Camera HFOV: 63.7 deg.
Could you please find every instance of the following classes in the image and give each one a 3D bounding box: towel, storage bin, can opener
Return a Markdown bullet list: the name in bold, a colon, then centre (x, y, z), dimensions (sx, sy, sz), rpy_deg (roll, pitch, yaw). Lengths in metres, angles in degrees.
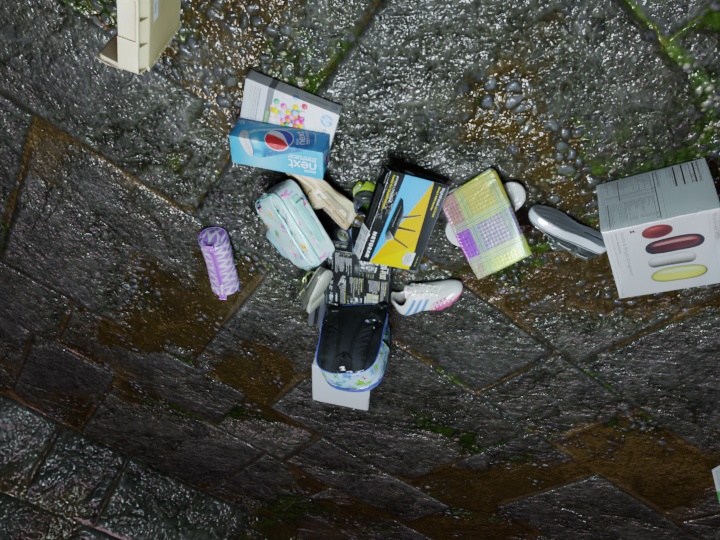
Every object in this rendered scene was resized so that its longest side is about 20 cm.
- **towel**: centre (0.261, -0.099, 1.219), dimensions (0.142, 0.023, 0.204), rpy_deg (-27, 86, 35)
- **storage bin**: centre (-0.372, -0.473, 0.974), dimensions (0.092, 0.202, 0.202), rpy_deg (17, 138, -7)
- **can opener**: centre (-0.118, 0.098, 1.579), dimensions (0.052, 0.068, 0.202), rpy_deg (14, 137, 2)

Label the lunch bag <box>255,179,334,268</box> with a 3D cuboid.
- **lunch bag**: centre (-0.149, -0.103, 1.299), dimensions (0.202, 0.077, 0.159), rpy_deg (57, 158, -16)

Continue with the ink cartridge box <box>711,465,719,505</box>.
- **ink cartridge box**: centre (1.134, 0.617, 1.675), dimensions (0.082, 0.148, 0.202), rpy_deg (19, 138, -4)

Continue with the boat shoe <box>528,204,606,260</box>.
- **boat shoe**: centre (0.433, -0.070, 1.235), dimensions (0.196, 0.073, 0.071), rpy_deg (25, 133, -12)

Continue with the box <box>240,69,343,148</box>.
- **box**: centre (-0.149, -0.303, 1.197), dimensions (0.196, 0.042, 0.157), rpy_deg (20, 138, -5)

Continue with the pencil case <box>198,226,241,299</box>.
- **pencil case**: centre (-0.372, -0.018, 1.524), dimensions (0.082, 0.087, 0.203), rpy_deg (5, 135, 8)

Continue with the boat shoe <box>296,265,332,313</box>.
- **boat shoe**: centre (-0.117, 0.040, 1.409), dimensions (0.060, 0.072, 0.203), rpy_deg (43, 152, 9)

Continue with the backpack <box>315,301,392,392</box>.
- **backpack**: centre (-0.012, 0.198, 1.427), dimensions (0.178, 0.203, 0.149), rpy_deg (-1, 137, 16)

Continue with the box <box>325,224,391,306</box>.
- **box**: centre (0.000, 0.000, 1.429), dimensions (0.160, 0.087, 0.203), rpy_deg (9, 137, 7)

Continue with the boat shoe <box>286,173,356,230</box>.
- **boat shoe**: centre (-0.091, -0.164, 1.284), dimensions (0.198, 0.065, 0.071), rpy_deg (35, 179, -21)

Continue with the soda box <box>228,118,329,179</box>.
- **soda box**: centre (-0.163, -0.249, 1.181), dimensions (0.195, 0.065, 0.069), rpy_deg (11, 139, 5)

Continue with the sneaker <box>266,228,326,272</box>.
- **sneaker**: centre (-0.155, -0.050, 1.448), dimensions (0.081, 0.075, 0.201), rpy_deg (-7, 133, 48)

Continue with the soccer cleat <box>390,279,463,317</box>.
- **soccer cleat**: centre (0.160, 0.061, 1.454), dimensions (0.197, 0.071, 0.086), rpy_deg (-24, 129, 36)

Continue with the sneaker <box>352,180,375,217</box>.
- **sneaker**: centre (0.064, -0.118, 1.292), dimensions (0.196, 0.082, 0.074), rpy_deg (24, 137, -9)

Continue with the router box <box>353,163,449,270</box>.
- **router box**: centre (0.085, -0.109, 1.228), dimensions (0.146, 0.051, 0.204), rpy_deg (8, 115, -25)

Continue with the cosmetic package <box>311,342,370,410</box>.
- **cosmetic package**: centre (-0.033, 0.244, 1.606), dimensions (0.162, 0.203, 0.170), rpy_deg (10, 137, 6)

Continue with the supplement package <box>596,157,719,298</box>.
- **supplement package**: centre (0.585, -0.075, 1.130), dimensions (0.196, 0.149, 0.193), rpy_deg (-12, 130, 29)

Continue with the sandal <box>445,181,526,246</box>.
- **sandal**: centre (0.275, -0.115, 1.251), dimensions (0.201, 0.049, 0.084), rpy_deg (-32, 80, 33)
